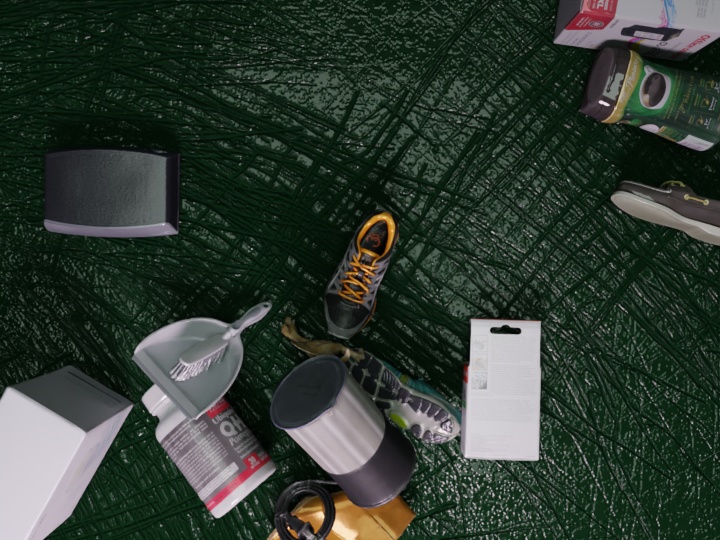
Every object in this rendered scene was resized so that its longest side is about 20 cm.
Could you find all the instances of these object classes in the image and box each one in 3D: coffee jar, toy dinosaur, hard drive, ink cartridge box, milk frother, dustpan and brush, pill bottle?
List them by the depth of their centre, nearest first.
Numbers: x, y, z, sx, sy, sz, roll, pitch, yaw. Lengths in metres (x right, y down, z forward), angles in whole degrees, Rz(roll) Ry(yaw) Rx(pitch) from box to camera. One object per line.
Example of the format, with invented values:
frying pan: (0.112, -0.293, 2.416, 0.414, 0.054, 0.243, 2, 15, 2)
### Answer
milk frother: (-0.060, 0.248, 0.959, 0.189, 0.179, 0.201, 52, 53, -30)
toy dinosaur: (-0.048, 0.120, 1.014, 0.101, 0.199, 0.059, 25, 87, -34)
ink cartridge box: (0.391, -0.365, 1.014, 0.198, 0.146, 0.084, 9, 91, 1)
pill bottle: (-0.220, 0.238, 1.028, 0.110, 0.111, 0.200, -39, 83, 0)
dustpan and brush: (-0.203, 0.104, 1.032, 0.139, 0.199, 0.057, 41, 133, 17)
coffee jar: (0.425, -0.249, 1.044, 0.198, 0.085, 0.105, 17, 93, -1)
ink cartridge box: (0.206, 0.172, 1.062, 0.108, 0.050, 0.202, 2, 89, 1)
hard drive: (-0.370, -0.118, 1.068, 0.198, 0.042, 0.136, 1, 90, 0)

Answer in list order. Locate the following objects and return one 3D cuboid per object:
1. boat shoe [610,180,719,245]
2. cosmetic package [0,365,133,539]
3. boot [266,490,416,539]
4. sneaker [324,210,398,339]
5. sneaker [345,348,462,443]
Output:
boat shoe: (0.463, -0.095, 1.053, 0.199, 0.072, 0.061, 20, 86, -7)
cosmetic package: (-0.436, 0.257, 0.989, 0.122, 0.200, 0.201, 30, 90, 0)
boot: (-0.028, 0.379, 1.046, 0.201, 0.071, 0.144, -42, 81, -7)
sneaker: (0.000, 0.000, 1.038, 0.078, 0.077, 0.202, 19, 81, -1)
sneaker: (0.058, 0.182, 1.051, 0.199, 0.080, 0.078, 32, 108, 19)
